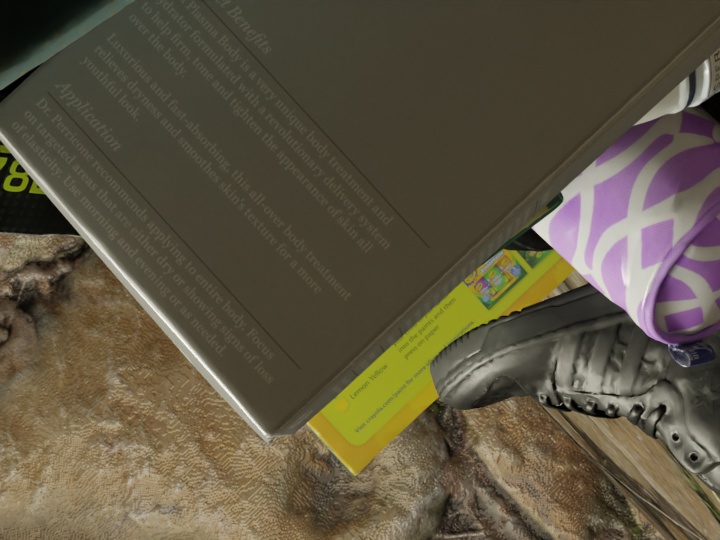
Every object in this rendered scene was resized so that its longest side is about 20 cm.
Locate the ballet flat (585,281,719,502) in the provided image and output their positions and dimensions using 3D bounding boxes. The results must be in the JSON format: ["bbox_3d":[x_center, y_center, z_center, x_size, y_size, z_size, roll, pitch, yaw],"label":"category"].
[{"bbox_3d":[0.196,0.072,1.227,0.200,0.071,0.071,47,177,-2],"label":"ballet flat"}]

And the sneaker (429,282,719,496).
[{"bbox_3d":[0.126,0.049,0.916,0.060,0.199,0.105,1,-112,-61],"label":"sneaker"}]

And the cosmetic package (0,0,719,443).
[{"bbox_3d":[0.018,-0.061,0.564,0.107,0.200,0.090,49,176,4],"label":"cosmetic package"}]

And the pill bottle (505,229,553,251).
[{"bbox_3d":[0.014,-0.057,1.070,0.199,0.112,0.112,6,146,46],"label":"pill bottle"}]

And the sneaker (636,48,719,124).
[{"bbox_3d":[0.047,-0.096,0.784,0.200,0.071,0.073,33,143,59],"label":"sneaker"}]

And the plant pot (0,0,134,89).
[{"bbox_3d":[-0.071,-0.183,0.411,0.200,0.196,0.196,56,180,14],"label":"plant pot"}]

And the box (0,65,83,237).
[{"bbox_3d":[-0.159,-0.070,0.655,0.200,0.048,0.193,33,-161,34],"label":"box"}]

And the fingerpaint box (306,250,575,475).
[{"bbox_3d":[0.010,-0.022,1.229,0.167,0.200,0.073,47,178,-16],"label":"fingerpaint box"}]

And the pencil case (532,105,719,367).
[{"bbox_3d":[0.085,-0.058,0.883,0.085,0.084,0.200,-13,-132,-41],"label":"pencil case"}]

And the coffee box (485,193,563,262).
[{"bbox_3d":[0.000,0.000,0.865,0.044,0.123,0.200,55,173,-1],"label":"coffee box"}]
